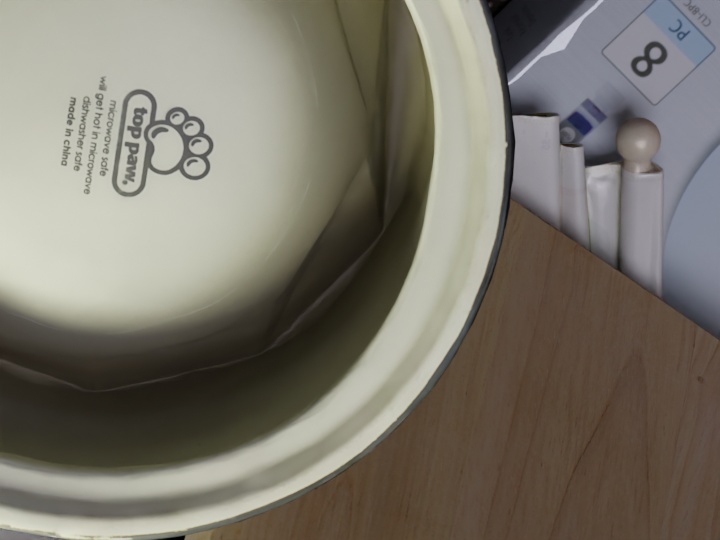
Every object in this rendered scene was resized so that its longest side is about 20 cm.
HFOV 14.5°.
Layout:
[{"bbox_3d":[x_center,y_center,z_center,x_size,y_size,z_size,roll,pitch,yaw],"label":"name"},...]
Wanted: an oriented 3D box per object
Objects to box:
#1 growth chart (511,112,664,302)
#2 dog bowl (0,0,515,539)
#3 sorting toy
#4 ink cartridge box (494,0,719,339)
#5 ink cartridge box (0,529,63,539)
[{"bbox_3d":[0.000,0.000,0.873,0.199,0.018,0.145,9,123,1],"label":"growth chart"},{"bbox_3d":[-0.063,-0.039,0.696,0.199,0.074,0.201,0,109,0],"label":"dog bowl"},{"bbox_3d":[0.035,0.087,0.807,0.198,0.201,0.070,33,137,-18],"label":"sorting toy"},{"bbox_3d":[0.070,0.005,0.903,0.200,0.047,0.160,-44,116,10],"label":"ink cartridge box"},{"bbox_3d":[-0.136,0.036,0.815,0.199,0.068,0.117,-15,93,-32],"label":"ink cartridge box"}]
